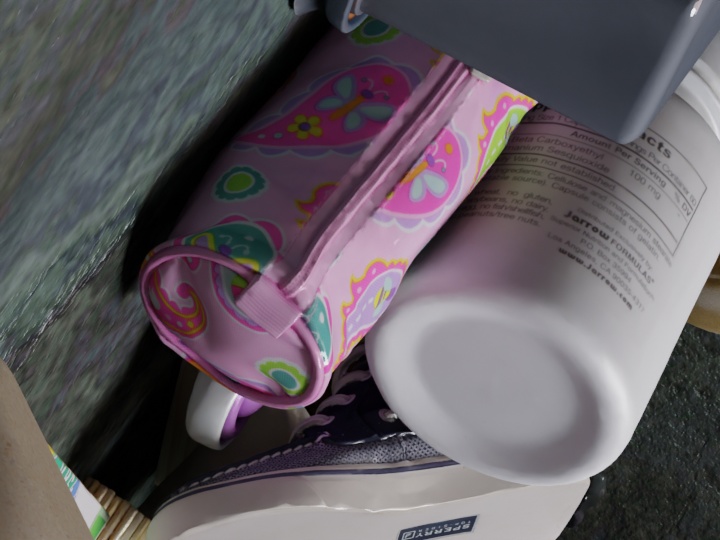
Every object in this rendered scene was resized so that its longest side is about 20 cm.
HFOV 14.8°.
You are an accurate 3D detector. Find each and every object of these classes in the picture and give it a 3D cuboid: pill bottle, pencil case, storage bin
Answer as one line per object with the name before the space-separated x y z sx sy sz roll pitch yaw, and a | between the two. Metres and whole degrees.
pill bottle | 0.090 -0.020 1.130 0.200 0.114 0.115 -59 174 -39
pencil case | 0.000 -0.041 1.042 0.200 0.087 0.088 -51 169 -33
storage bin | 0.091 -0.152 1.010 0.200 0.134 0.146 -52 170 -40

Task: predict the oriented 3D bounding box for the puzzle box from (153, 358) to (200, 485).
puzzle box | -0.036 0.009 1.232 0.133 0.025 0.200 -53 170 -31

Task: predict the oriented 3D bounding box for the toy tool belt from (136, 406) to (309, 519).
toy tool belt | -0.060 0.159 1.194 0.200 0.123 0.125 -44 160 -17

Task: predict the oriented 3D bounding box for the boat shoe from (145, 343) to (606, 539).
boat shoe | -0.003 0.075 1.150 0.199 0.093 0.075 -4 143 -25

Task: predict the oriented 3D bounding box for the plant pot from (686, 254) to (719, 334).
plant pot | 0.173 -0.071 1.215 0.027 0.200 0.201 10 116 -51

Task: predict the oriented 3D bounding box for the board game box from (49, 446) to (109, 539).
board game box | -0.138 0.113 1.024 0.096 0.030 0.200 -56 174 -10

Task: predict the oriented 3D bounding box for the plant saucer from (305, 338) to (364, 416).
plant saucer | -0.002 0.108 1.292 0.037 0.200 0.201 33 88 -42

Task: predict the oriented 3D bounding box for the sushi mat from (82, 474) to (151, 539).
sushi mat | -0.128 0.193 1.126 0.200 0.096 0.012 -57 -174 -9

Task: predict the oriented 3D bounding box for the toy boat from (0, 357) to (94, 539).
toy boat | -0.137 0.103 0.757 0.130 0.131 0.200 -24 160 -16

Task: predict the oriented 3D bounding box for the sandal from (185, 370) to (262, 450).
sandal | -0.001 0.003 1.148 0.203 0.050 0.083 -52 170 -25
